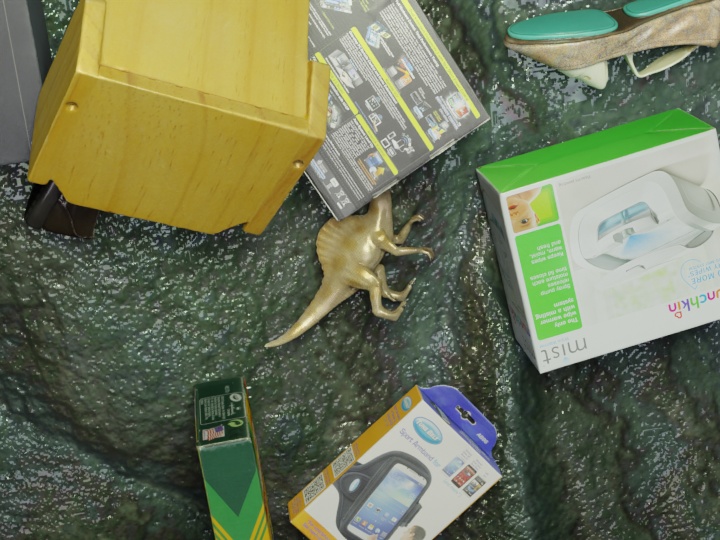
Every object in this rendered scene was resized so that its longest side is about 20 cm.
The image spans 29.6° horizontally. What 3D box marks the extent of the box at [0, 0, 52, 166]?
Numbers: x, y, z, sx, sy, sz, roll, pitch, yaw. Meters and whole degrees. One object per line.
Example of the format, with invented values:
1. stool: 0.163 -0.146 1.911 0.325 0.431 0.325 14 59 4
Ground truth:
1. box: -0.343 -0.183 1.081 0.180 0.104 0.202 -7 111 -5

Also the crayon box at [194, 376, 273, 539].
1. crayon box: -0.110 0.215 1.247 0.050 0.127 0.202 -9 112 -4

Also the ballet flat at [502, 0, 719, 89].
1. ballet flat: 0.223 -0.195 1.178 0.198 0.068 0.068 -12 118 -2

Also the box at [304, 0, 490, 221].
1. box: -0.009 -0.168 1.151 0.160 0.044 0.201 -34 103 5

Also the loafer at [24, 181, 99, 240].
1. loafer: -0.208 -0.109 1.151 0.071 0.073 0.200 30 112 -22

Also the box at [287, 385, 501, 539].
1. box: 0.041 0.204 1.310 0.200 0.042 0.119 -43 110 11

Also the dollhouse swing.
1. dollhouse swing: -0.144 -0.162 1.078 0.198 0.177 0.182 11 140 -26

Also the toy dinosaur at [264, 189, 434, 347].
1. toy dinosaur: 0.000 0.000 1.232 0.101 0.058 0.201 31 96 -2

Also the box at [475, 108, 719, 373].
1. box: 0.223 -0.028 1.223 0.198 0.097 0.178 -16 109 -3
